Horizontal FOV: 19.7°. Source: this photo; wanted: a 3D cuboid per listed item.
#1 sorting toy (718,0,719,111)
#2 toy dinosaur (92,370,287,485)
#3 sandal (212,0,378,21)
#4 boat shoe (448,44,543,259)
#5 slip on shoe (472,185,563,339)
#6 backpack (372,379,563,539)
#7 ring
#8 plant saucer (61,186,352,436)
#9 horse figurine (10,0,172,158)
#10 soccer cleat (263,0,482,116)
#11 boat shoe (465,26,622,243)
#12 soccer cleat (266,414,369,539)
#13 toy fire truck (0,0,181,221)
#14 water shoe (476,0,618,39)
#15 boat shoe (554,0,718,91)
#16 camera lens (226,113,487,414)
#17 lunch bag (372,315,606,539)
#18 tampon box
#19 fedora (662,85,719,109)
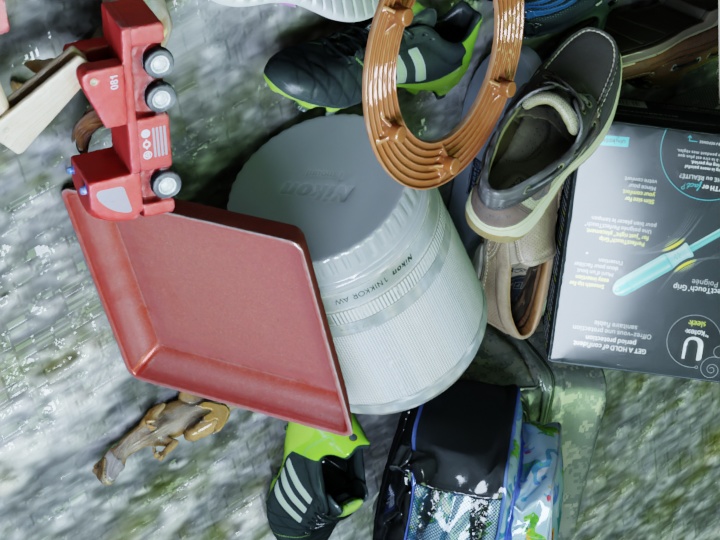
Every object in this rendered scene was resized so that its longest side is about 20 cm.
[{"bbox_3d":[0.337,-0.261,1.668,0.199,0.069,0.201,-65,155,-46],"label":"sorting toy"},{"bbox_3d":[-0.125,0.109,1.636,0.199,0.061,0.106,-19,168,-34],"label":"toy dinosaur"},{"bbox_3d":[-0.051,-0.219,1.453,0.202,0.050,0.083,-2,95,-51],"label":"sandal"},{"bbox_3d":[0.121,-0.101,1.686,0.065,0.074,0.201,-19,141,-34],"label":"boat shoe"},{"bbox_3d":[0.132,-0.030,1.656,0.076,0.061,0.201,-14,137,-32],"label":"slip on shoe"},{"bbox_3d":[0.084,0.205,1.656,0.146,0.183,0.201,14,115,1],"label":"backpack"},{"bbox_3d":[0.066,-0.154,1.463,0.200,0.019,0.202,-31,130,-46],"label":"ring"},{"bbox_3d":[-0.101,0.021,1.496,0.037,0.199,0.200,-56,147,-35],"label":"plant saucer"},{"bbox_3d":[-0.168,-0.178,1.380,0.132,0.050,0.201,-17,128,-26],"label":"horse figurine"},{"bbox_3d":[0.010,-0.165,1.533,0.199,0.068,0.081,-12,136,-44],"label":"soccer cleat"},{"bbox_3d":[0.145,-0.110,1.557,0.201,0.073,0.065,-60,171,-26],"label":"boat shoe"},{"bbox_3d":[-0.032,0.183,1.717,0.067,0.081,0.201,-24,145,-26],"label":"soccer cleat"},{"bbox_3d":[-0.193,-0.116,1.343,0.140,0.049,0.201,-13,125,-19],"label":"toy fire truck"},{"bbox_3d":[0.133,-0.213,1.606,0.199,0.072,0.079,-6,128,-37],"label":"water shoe"},{"bbox_3d":[0.244,-0.181,1.727,0.199,0.072,0.068,-22,131,-28],"label":"boat shoe"},{"bbox_3d":[0.000,0.000,1.575,0.160,0.160,0.200,-40,138,-11],"label":"camera lens"},{"bbox_3d":[0.104,0.147,1.804,0.167,0.139,0.201,0,120,-22],"label":"lunch bag"},{"bbox_3d":[0.234,-0.028,1.682,0.149,0.126,0.201,7,104,2],"label":"tampon box"},{"bbox_3d":[0.291,-0.088,1.822,0.200,0.090,0.177,-42,138,0],"label":"fedora"}]
